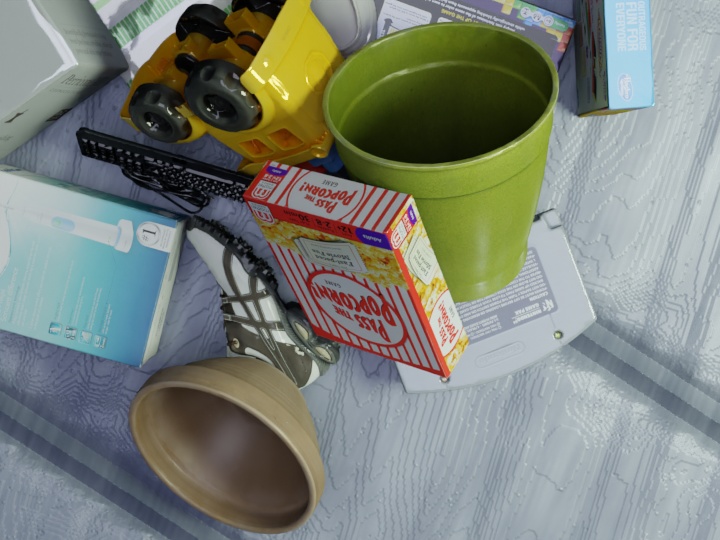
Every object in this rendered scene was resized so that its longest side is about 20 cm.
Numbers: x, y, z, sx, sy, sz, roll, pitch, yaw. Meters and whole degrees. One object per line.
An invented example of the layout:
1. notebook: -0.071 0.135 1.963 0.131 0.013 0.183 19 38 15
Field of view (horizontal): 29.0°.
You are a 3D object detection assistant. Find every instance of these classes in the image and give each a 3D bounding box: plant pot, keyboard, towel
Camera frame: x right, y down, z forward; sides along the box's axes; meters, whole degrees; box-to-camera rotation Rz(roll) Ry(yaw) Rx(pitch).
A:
1. plant pot: 0.078 -0.082 1.231 0.198 0.201 0.194 -8 133 2
2. keyboard: -0.173 -0.082 1.323 0.198 0.104 0.040 17 81 -1
3. towel: -0.184 -0.246 1.352 0.152 0.023 0.201 -37 93 4
4. plant pot: -0.112 0.150 1.325 0.199 0.093 0.202 18 136 18

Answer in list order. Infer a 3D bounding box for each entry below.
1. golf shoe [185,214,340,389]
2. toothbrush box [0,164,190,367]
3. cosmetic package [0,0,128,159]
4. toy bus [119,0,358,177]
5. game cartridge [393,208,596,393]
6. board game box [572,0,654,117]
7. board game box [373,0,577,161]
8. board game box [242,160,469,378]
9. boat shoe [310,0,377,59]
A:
1. golf shoe: -0.112 0.037 1.346 0.094 0.078 0.200 -43 91 4
2. toothbrush box: -0.281 -0.007 1.341 0.198 0.085 0.148 14 95 0
3. cosmetic package: -0.354 -0.202 1.282 0.199 0.165 0.166 -32 93 10
4. toy bus: -0.091 -0.150 1.279 0.192 0.199 0.136 44 54 -32
5. game cartridge: 0.118 0.038 1.339 0.199 0.041 0.134 -21 90 3
6. board game box: 0.225 -0.218 1.256 0.040 0.200 0.155 -3 95 2
7. board game box: 0.086 -0.193 1.334 0.199 0.057 0.167 21 97 0
8. board game box: 0.000 0.000 1.216 0.151 0.201 0.046 16 58 33
9. boat shoe: -0.050 -0.287 1.297 0.071 0.069 0.201 -32 75 24
